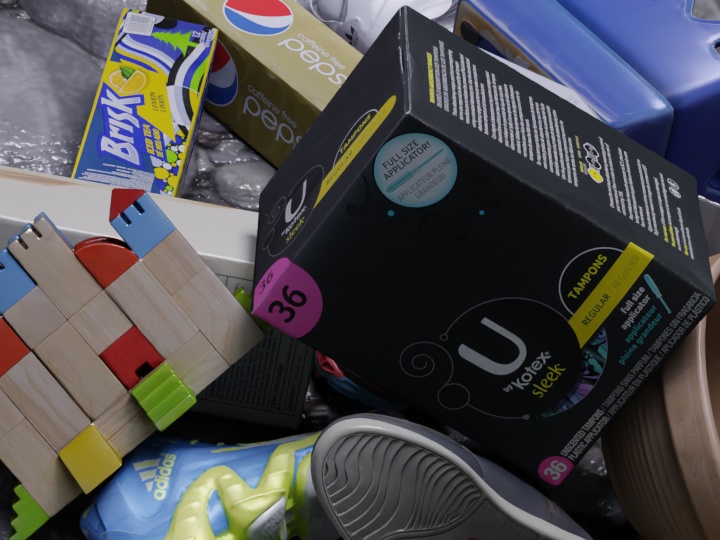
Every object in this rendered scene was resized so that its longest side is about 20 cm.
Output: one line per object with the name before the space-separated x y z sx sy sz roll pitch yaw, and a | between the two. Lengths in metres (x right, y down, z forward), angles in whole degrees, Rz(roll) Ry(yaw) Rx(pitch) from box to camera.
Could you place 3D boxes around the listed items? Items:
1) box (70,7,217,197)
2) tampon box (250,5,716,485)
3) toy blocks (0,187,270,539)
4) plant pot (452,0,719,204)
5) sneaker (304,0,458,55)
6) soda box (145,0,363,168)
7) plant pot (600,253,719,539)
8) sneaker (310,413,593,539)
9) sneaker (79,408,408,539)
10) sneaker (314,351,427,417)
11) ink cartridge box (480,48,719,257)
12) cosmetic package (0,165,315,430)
box | -0.136 -0.069 1.787 0.064 0.070 0.200 13 42 -1
tampon box | 0.064 -0.013 1.581 0.200 0.150 0.126 29 27 -17
toy blocks | -0.152 0.030 1.587 0.200 0.100 0.137 -40 97 -1
plant pot | 0.163 -0.111 1.821 0.180 0.200 0.200 -27 57 -29
sneaker | 0.053 -0.193 1.965 0.115 0.075 0.200 32 48 16
soda box | -0.049 -0.120 1.866 0.200 0.068 0.064 39 47 26
plant pot | 0.197 0.096 1.646 0.093 0.201 0.201 -17 32 29
sneaker | 0.039 0.121 1.581 0.200 0.075 0.106 34 11 -31
sneaker | -0.067 0.110 1.607 0.200 0.076 0.105 -29 56 -36
sneaker | 0.000 0.000 1.728 0.079 0.096 0.200 -14 48 -26
ink cartridge box | 0.125 -0.026 1.738 0.200 0.160 0.047 25 44 13
cosmetic package | -0.121 0.015 1.669 0.200 0.105 0.071 12 25 -3
